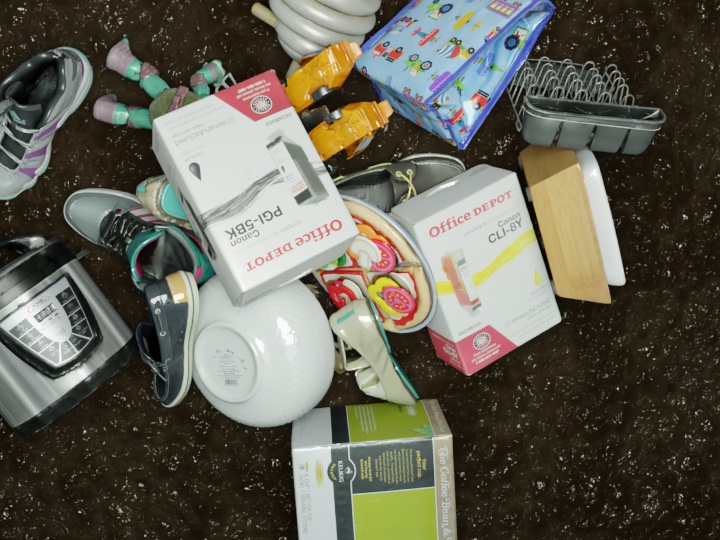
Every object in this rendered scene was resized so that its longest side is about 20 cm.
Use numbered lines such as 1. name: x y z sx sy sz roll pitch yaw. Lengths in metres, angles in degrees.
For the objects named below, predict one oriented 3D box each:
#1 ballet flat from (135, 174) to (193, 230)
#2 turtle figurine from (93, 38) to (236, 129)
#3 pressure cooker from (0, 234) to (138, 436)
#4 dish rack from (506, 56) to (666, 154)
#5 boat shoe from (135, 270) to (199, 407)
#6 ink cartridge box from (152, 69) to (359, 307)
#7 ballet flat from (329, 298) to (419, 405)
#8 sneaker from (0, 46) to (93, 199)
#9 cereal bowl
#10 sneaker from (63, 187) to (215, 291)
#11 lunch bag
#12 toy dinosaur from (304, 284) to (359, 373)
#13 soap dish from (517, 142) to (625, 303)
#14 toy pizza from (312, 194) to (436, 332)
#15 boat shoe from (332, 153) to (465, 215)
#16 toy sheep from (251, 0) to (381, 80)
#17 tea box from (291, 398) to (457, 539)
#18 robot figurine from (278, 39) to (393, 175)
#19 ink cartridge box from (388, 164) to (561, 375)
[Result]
1. ballet flat: -0.177 -0.070 0.992 0.199 0.075 0.069 19 87 -45
2. turtle figurine: -0.204 -0.181 0.973 0.198 0.101 0.151 24 92 1
3. pressure cooker: -0.379 0.065 0.963 0.178 0.176 0.201 -33 99 10
4. dish rack: 0.238 -0.200 0.946 0.151 0.201 0.055 5 129 -7
5. boat shoe: -0.229 0.084 0.970 0.061 0.075 0.202 -10 138 -28
6. ink cartridge box: -0.111 -0.085 0.886 0.146 0.083 0.202 -27 85 -19
7. ballet flat: 0.014 0.110 1.017 0.069 0.070 0.201 -25 133 1
8. sneaker: -0.383 -0.166 0.939 0.077 0.140 0.202 30 97 -8
9. cereal bowl: -0.133 0.095 0.985 0.198 0.083 0.203 8 107 27
10. sneaker: -0.263 -0.033 0.980 0.198 0.121 0.085 22 98 -7
11. lunch bag: 0.110 -0.264 0.947 0.201 0.150 0.094 -51 138 0
12. toy dinosaur: -0.079 0.069 1.029 0.199 0.059 0.101 32 129 -11
13. soap dish: 0.238 -0.067 0.963 0.080 0.200 0.159 -15 108 12
14. toy pizza: 0.000 0.000 0.978 0.201 0.200 0.032 50 56 -10
15. boat shoe: 0.036 -0.095 1.018 0.198 0.061 0.073 -13 100 -1
16. toy sheep: -0.044 -0.302 0.947 0.136 0.139 0.201 23 127 -7
17. tea box: 0.017 0.283 1.047 0.194 0.134 0.203 -3 101 -2
18. robot figurine: -0.051 -0.172 0.949 0.058 0.199 0.146 -32 97 -33
19. ink cartridge box: 0.136 -0.003 0.998 0.144 0.083 0.202 -27 110 -14
